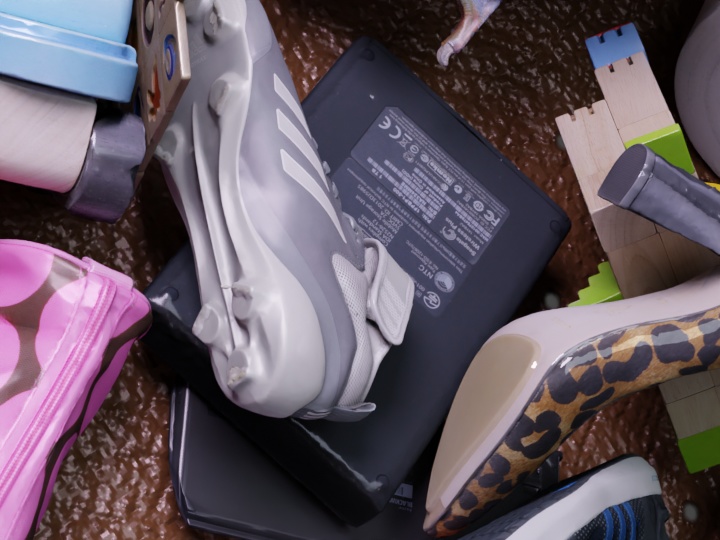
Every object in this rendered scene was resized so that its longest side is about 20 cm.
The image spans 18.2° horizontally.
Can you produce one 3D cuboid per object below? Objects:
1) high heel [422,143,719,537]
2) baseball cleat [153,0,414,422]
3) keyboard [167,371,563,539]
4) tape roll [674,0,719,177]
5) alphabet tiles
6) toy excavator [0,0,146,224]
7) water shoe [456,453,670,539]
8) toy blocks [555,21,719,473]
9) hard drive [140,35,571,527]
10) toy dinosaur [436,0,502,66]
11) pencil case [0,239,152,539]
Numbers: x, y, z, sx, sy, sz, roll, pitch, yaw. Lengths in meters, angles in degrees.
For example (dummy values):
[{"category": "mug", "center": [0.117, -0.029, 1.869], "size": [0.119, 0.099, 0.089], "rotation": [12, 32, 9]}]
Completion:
[{"category": "high heel", "center": [0.126, 0.059, 0.990], "size": [0.142, 0.071, 0.200], "rotation": [29, 102, -22]}, {"category": "baseball cleat", "center": [-0.034, -0.029, 0.968], "size": [0.106, 0.070, 0.201], "rotation": [11, 64, -42]}, {"category": "keyboard", "center": [0.006, 0.076, 1.027], "size": [0.200, 0.021, 0.127], "rotation": [17, 62, -25]}, {"category": "tape roll", "center": [0.276, -0.118, 1.142], "size": [0.203, 0.203, 0.139], "rotation": [36, 60, -13]}, {"category": "alphabet tiles", "center": [-0.092, -0.130, 0.943], "size": [0.006, 0.200, 0.167], "rotation": [-1, 72, -17]}, {"category": "toy excavator", "center": [-0.143, -0.136, 0.966], "size": [0.100, 0.194, 0.201], "rotation": [14, 94, -24]}, {"category": "water shoe", "center": [0.093, 0.134, 0.967], "size": [0.200, 0.071, 0.079], "rotation": [-18, 81, -59]}, {"category": "toy blocks", "center": [0.140, -0.022, 1.078], "size": [0.137, 0.100, 0.200], "rotation": [-102, 169, -52]}, {"category": "hard drive", "center": [0.000, 0.000, 1.026], "size": [0.140, 0.033, 0.200], "rotation": [42, 51, -6]}, {"category": "toy dinosaur", "center": [-0.010, -0.175, 1.037], "size": [0.181, 0.200, 0.105], "rotation": [42, 31, -3]}, {"category": "pencil case", "center": [-0.153, 0.077, 0.897], "size": [0.091, 0.094, 0.200], "rotation": [32, 59, -16]}]
